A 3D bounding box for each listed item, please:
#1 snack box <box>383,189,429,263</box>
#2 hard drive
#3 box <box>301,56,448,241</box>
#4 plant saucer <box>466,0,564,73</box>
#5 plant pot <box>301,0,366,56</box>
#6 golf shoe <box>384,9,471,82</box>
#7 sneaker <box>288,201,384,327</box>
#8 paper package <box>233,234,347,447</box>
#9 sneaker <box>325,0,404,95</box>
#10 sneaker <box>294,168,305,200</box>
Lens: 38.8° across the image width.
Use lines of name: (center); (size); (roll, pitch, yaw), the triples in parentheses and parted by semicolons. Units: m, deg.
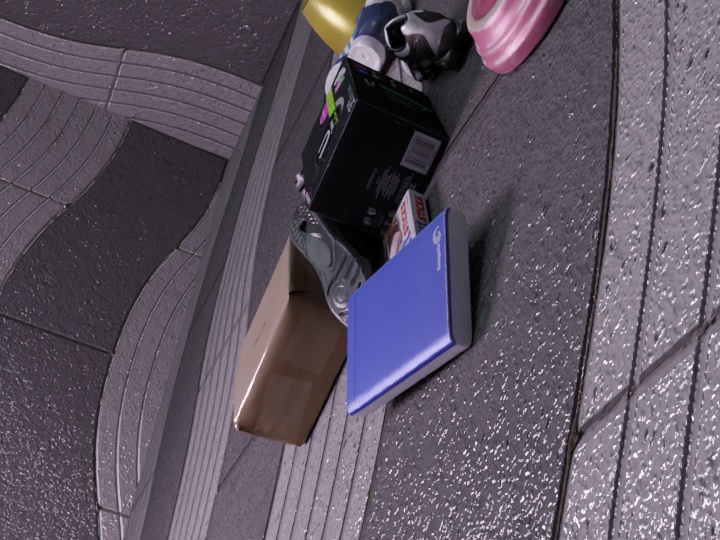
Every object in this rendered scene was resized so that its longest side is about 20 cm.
snack box: (0.053, -0.008, 1.093); (0.201, 0.024, 0.073); (-94, 27, -58)
hard drive: (0.041, 0.046, 0.981); (0.200, 0.025, 0.134); (-43, 40, 52)
box: (0.011, -0.152, 1.258); (0.201, 0.122, 0.150); (-103, 37, -64)
plant saucer: (0.163, -0.303, 1.032); (0.200, 0.050, 0.204); (-160, 89, -76)
plant pot: (-0.022, -0.476, 1.810); (0.200, 0.140, 0.204); (-160, 90, -76)
golf shoe: (0.071, -0.294, 1.290); (0.200, 0.093, 0.079); (-172, 101, -78)
sneaker: (0.000, 0.000, 1.217); (0.077, 0.113, 0.200); (-57, 45, 24)
paper package: (-0.086, 0.089, 1.337); (0.191, 0.102, 0.203); (-100, 32, -64)
sneaker: (0.015, -0.368, 1.667); (0.148, 0.079, 0.200); (-67, 8, -25)
sneaker: (-0.057, -0.090, 1.486); (0.071, 0.098, 0.203); (-48, 26, 51)
